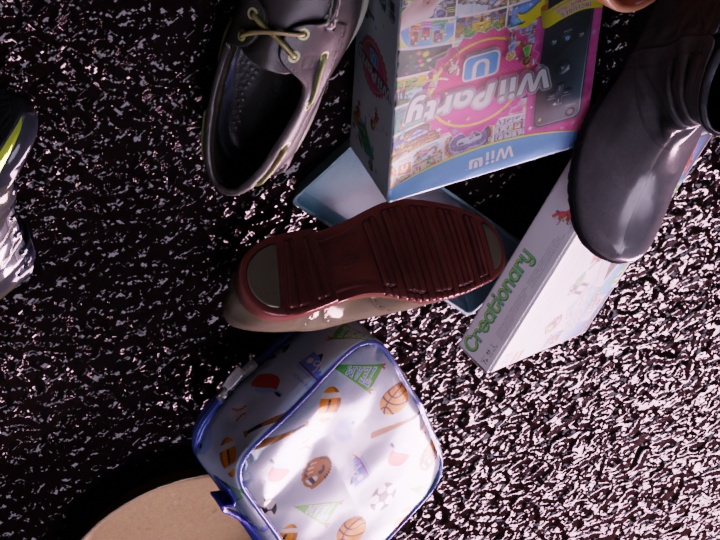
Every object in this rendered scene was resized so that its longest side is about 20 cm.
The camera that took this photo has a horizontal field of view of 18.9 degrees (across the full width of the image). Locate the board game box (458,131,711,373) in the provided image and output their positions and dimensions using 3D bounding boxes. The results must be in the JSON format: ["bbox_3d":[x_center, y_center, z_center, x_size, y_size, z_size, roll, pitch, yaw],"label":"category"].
[{"bbox_3d":[0.156,-0.024,1.482,0.126,0.035,0.201,-19,145,-50],"label":"board game box"}]

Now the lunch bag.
[{"bbox_3d":[-0.032,0.128,1.518,0.160,0.075,0.200,-43,137,-12],"label":"lunch bag"}]

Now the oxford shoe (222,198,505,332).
[{"bbox_3d":[0.000,0.000,1.434,0.199,0.071,0.075,-6,163,-25],"label":"oxford shoe"}]

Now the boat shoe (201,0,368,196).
[{"bbox_3d":[-0.046,-0.130,1.275,0.071,0.061,0.202,24,129,7],"label":"boat shoe"}]

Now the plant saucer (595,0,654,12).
[{"bbox_3d":[0.177,-0.248,1.244,0.200,0.032,0.201,-46,152,-33],"label":"plant saucer"}]

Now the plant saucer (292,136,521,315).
[{"bbox_3d":[0.038,-0.033,1.465,0.070,0.019,0.200,-42,136,16],"label":"plant saucer"}]

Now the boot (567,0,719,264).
[{"bbox_3d":[0.191,-0.093,1.309,0.069,0.132,0.201,11,98,-17],"label":"boot"}]

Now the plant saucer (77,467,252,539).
[{"bbox_3d":[-0.133,0.208,1.607,0.199,0.036,0.201,-14,137,-13],"label":"plant saucer"}]

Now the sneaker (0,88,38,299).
[{"bbox_3d":[-0.231,-0.032,1.303,0.081,0.074,0.200,0,140,-35],"label":"sneaker"}]

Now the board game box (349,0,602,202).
[{"bbox_3d":[0.073,-0.152,1.316,0.147,0.064,0.201,-17,138,-19],"label":"board game box"}]
